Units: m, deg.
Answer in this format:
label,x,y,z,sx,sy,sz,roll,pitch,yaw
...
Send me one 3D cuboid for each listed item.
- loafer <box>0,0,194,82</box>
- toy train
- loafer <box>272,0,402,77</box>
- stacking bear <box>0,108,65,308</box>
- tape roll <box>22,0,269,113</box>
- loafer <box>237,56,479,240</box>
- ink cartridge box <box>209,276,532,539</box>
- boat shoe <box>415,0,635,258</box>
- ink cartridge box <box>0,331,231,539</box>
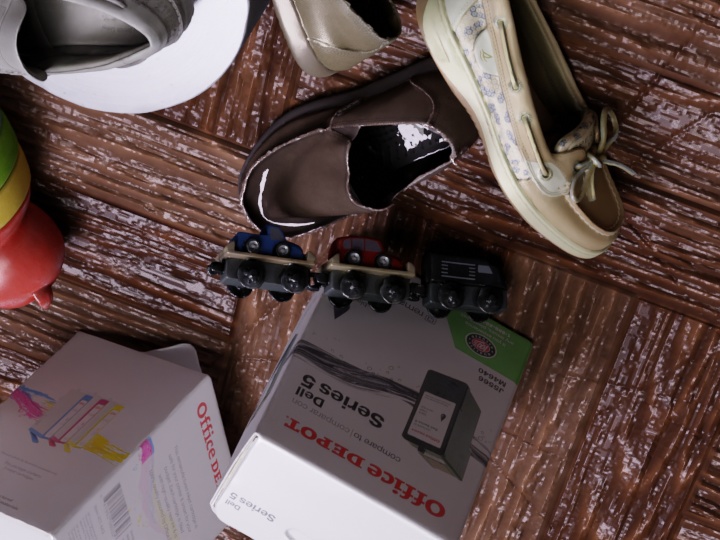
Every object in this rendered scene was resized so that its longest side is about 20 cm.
label,x,y,z,sx,sy,sz,roll,pitch,yaw
loafer,-0.195,-0.146,1.377,0.198,0.070,0.070,-4,125,24
toy train,0.000,0.000,1.481,0.198,0.046,0.034,6,164,-18
loafer,-0.029,-0.203,1.358,0.067,0.076,0.201,-6,133,23
stacking bear,-0.268,-0.053,1.545,0.113,0.122,0.200,-37,128,-4
tape roll,-0.150,-0.195,1.412,0.199,0.066,0.201,11,131,13
loafer,-0.007,-0.070,1.452,0.199,0.071,0.073,-29,113,36
ink cartridge box,0.010,0.098,1.493,0.145,0.201,0.084,29,132,-4
boat shoe,0.107,-0.094,1.388,0.062,0.073,0.201,-19,117,35
ink cartridge box,-0.182,0.147,1.624,0.125,0.200,0.129,16,134,31
